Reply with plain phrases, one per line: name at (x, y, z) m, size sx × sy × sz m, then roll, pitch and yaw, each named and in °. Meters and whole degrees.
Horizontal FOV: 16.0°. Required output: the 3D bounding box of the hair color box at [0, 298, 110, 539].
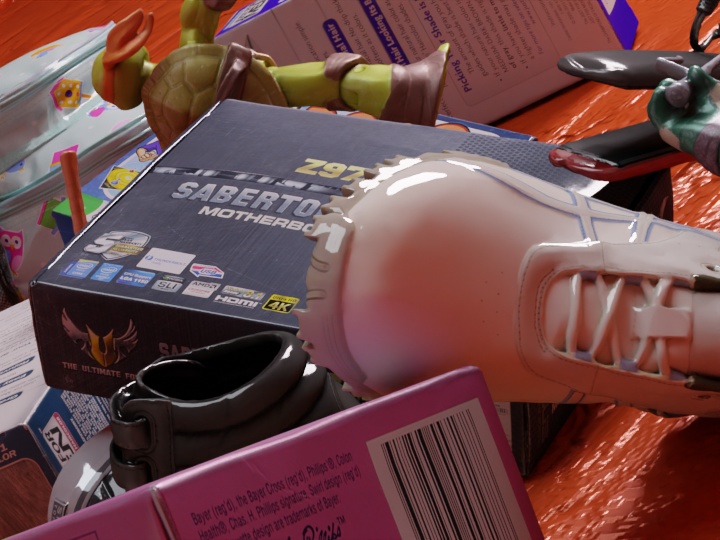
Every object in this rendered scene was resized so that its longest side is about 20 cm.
hair color box at (-0.152, 0.069, 1.170) m, size 0.100 × 0.061 × 0.200 m, roll -24°, pitch 15°, yaw 18°

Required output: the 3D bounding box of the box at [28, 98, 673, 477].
box at (0.000, 0.000, 0.958) m, size 0.199 × 0.051 × 0.158 m, roll 10°, pitch 32°, yaw 24°

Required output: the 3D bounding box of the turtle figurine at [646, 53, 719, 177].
turtle figurine at (0.180, -0.055, 0.849) m, size 0.149 × 0.101 × 0.200 m, roll -35°, pitch 13°, yaw 16°

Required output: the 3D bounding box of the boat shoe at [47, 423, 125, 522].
boat shoe at (-0.033, 0.055, 0.985) m, size 0.066 × 0.070 × 0.200 m, roll 14°, pitch 35°, yaw 37°

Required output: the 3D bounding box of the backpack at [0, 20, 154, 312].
backpack at (-0.152, -0.046, 1.385) m, size 0.199 × 0.154 × 0.176 m, roll -13°, pitch 16°, yaw 32°

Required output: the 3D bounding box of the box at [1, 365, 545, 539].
box at (-0.069, 0.113, 0.685) m, size 0.199 × 0.097 × 0.176 m, roll -23°, pitch -4°, yaw 29°

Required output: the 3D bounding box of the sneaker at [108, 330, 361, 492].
sneaker at (-0.078, 0.091, 0.875) m, size 0.199 × 0.100 × 0.071 m, roll -31°, pitch 16°, yaw 5°

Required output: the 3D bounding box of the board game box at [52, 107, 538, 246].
board game box at (-0.029, -0.031, 1.180) m, size 0.199 × 0.035 × 0.135 m, roll 16°, pitch 45°, yaw 42°

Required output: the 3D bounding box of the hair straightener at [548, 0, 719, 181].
hair straightener at (0.153, -0.086, 0.979) m, size 0.199 × 0.078 × 0.041 m, roll -12°, pitch 22°, yaw -36°

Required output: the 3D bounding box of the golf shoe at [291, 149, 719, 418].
golf shoe at (0.073, 0.008, 0.759) m, size 0.199 × 0.079 × 0.097 m, roll 4°, pitch 2°, yaw -42°

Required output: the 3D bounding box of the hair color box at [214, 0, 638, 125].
hair color box at (0.034, -0.126, 1.353) m, size 0.199 × 0.110 × 0.065 m, roll -25°, pitch 15°, yaw 19°

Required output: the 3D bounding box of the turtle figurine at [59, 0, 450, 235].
turtle figurine at (-0.046, -0.080, 1.078) m, size 0.160 × 0.201 × 0.064 m, roll 12°, pitch 17°, yaw 2°
